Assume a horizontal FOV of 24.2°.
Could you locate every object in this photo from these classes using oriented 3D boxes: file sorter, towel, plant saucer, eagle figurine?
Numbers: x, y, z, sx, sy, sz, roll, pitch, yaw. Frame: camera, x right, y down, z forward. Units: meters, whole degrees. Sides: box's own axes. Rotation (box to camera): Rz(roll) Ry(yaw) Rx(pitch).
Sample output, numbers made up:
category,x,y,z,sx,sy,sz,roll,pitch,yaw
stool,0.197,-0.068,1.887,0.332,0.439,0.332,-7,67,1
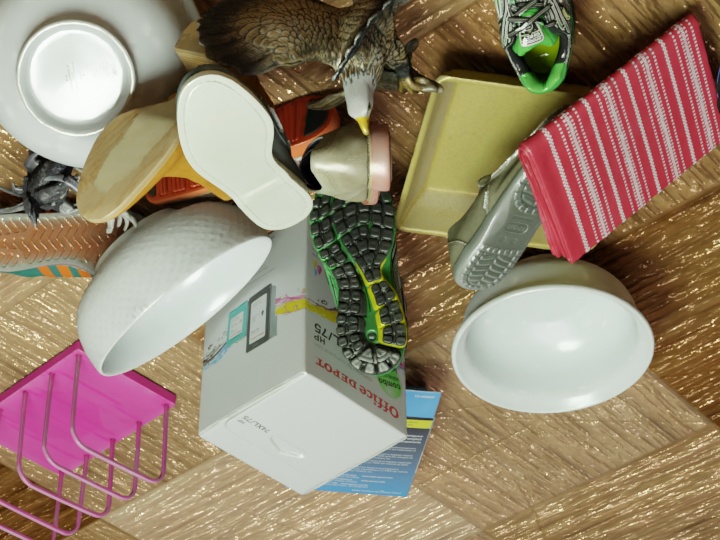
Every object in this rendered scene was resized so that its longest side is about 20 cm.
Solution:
category,x,y,z,sx,sy,sz,roll,pitch,yaw
file sorter,-0.320,0.198,1.822,0.200,0.126,0.139,-32,130,31
towel,0.228,-0.112,1.449,0.200,0.022,0.145,-38,133,-13
plant saucer,0.144,-0.108,1.537,0.199,0.049,0.200,7,138,-8
eagle figurine,-0.012,-0.181,1.319,0.152,0.151,0.200,-45,150,10

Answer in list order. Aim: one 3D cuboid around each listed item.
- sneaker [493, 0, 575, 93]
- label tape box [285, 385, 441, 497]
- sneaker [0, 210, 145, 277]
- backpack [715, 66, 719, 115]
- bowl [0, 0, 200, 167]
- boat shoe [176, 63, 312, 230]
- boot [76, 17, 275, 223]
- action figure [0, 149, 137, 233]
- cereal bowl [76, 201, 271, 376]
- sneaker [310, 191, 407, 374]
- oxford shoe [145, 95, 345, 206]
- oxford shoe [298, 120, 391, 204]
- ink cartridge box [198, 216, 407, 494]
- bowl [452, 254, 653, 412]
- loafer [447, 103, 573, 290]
category,x,y,z,sx,sy,sz,roll,pitch,yaw
sneaker,0.142,-0.230,1.368,0.078,0.086,0.200,-12,137,13
label tape box,0.000,0.165,1.836,0.142,0.066,0.201,6,137,-8
sneaker,-0.284,-0.027,1.616,0.199,0.072,0.080,3,180,-25
backpack,0.393,-0.157,1.386,0.146,0.184,0.200,-15,151,-15
bowl,-0.227,-0.167,1.369,0.200,0.090,0.202,0,111,-1
boat shoe,-0.096,-0.105,1.316,0.073,0.062,0.200,-25,145,7
boot,-0.138,-0.090,1.355,0.071,0.202,0.144,20,159,29
action figure,-0.233,-0.089,1.504,0.199,0.119,0.102,-28,125,20
cereal bowl,-0.183,0.004,1.544,0.083,0.200,0.200,50,131,9
sneaker,0.000,0.000,1.552,0.078,0.201,0.085,-7,170,5
oxford shoe,-0.101,-0.091,1.537,0.199,0.071,0.073,-16,142,17
oxford shoe,-0.017,-0.094,1.425,0.073,0.071,0.200,-2,176,-5
ink cartridge box,-0.055,0.083,1.636,0.146,0.201,0.147,-32,131,31
bowl,0.188,0.049,1.673,0.200,0.091,0.202,-1,139,-1
loafer,0.136,-0.075,1.485,0.075,0.070,0.200,17,120,-42
